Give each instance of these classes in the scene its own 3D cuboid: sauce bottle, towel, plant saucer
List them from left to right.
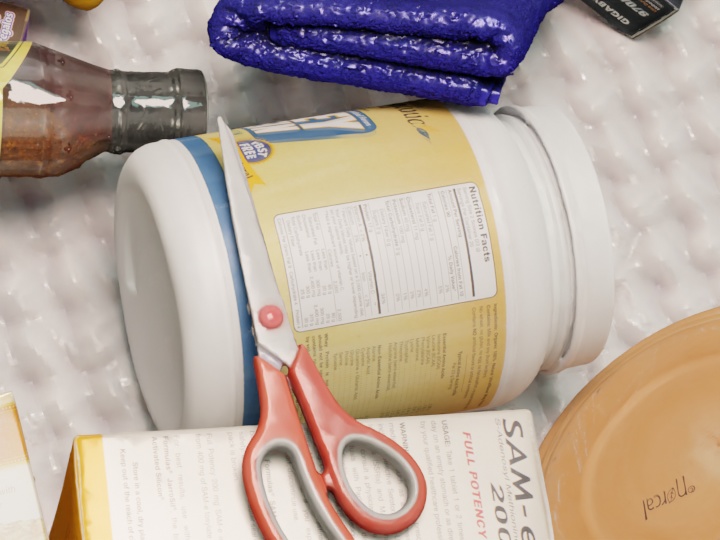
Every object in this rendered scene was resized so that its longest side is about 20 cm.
[{"bbox_3d":[-0.170,-0.072,1.280,0.199,0.066,0.066,0,64,-16],"label":"sauce bottle"},{"bbox_3d":[0.019,-0.121,1.327,0.147,0.050,0.200,4,17,11],"label":"towel"},{"bbox_3d":[0.155,0.091,1.253,0.200,0.032,0.201,-23,40,21],"label":"plant saucer"}]

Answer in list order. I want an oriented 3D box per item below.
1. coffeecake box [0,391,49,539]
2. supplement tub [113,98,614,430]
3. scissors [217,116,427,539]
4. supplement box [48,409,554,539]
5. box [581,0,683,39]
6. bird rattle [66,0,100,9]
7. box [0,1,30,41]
[{"bbox_3d":[-0.196,0.165,1.157,0.153,0.073,0.201,-13,87,-17],"label":"coffeecake box"},{"bbox_3d":[0.000,0.000,1.276,0.199,0.145,0.145,-10,66,-17],"label":"supplement tub"},{"bbox_3d":[-0.040,0.033,1.169,0.073,0.014,0.201,-25,80,-19],"label":"scissors"},{"bbox_3d":[-0.029,0.121,1.219,0.199,0.126,0.074,-3,65,-13],"label":"supplement box"},{"bbox_3d":[0.101,-0.239,1.437,0.200,0.046,0.159,34,59,-18],"label":"box"},{"bbox_3d":[-0.190,-0.192,1.354,0.163,0.113,0.200,28,21,-26],"label":"bird rattle"},{"bbox_3d":[-0.242,-0.048,1.308,0.136,0.039,0.201,14,62,-5],"label":"box"}]
